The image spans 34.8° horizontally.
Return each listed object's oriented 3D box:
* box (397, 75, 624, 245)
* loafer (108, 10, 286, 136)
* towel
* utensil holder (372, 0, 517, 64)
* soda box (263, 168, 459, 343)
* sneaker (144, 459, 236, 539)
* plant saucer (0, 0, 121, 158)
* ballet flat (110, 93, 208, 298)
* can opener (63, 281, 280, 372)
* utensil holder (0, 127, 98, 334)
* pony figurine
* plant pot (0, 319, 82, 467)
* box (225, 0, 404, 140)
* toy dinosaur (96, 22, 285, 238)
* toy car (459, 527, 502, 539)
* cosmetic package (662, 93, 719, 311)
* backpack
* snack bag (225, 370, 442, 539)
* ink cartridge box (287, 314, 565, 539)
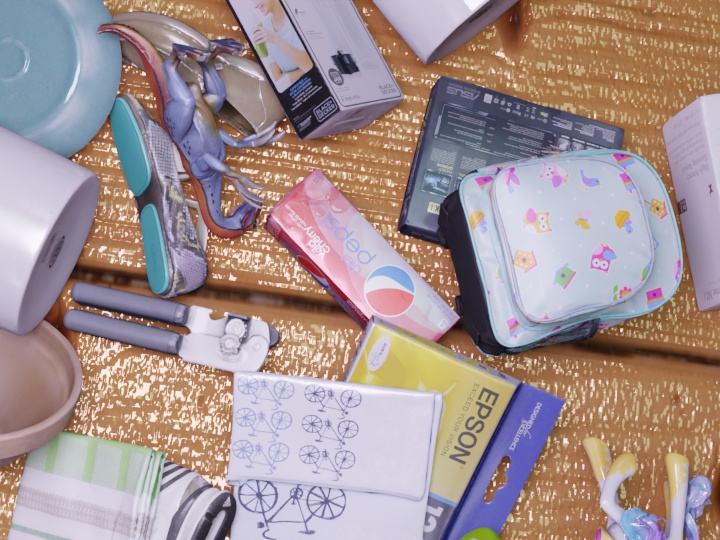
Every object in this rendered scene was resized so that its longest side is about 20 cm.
[{"bbox_3d":[0.151,-0.089,1.146,0.199,0.051,0.158,14,79,-5],"label":"box"},{"bbox_3d":[-0.160,-0.187,1.110,0.199,0.076,0.068,21,72,-3],"label":"loafer"},{"bbox_3d":[-0.257,0.245,1.013,0.149,0.031,0.201,7,81,24],"label":"towel"},{"bbox_3d":[0.064,-0.327,1.119,0.170,0.170,0.200,-37,90,-12],"label":"utensil holder"},{"bbox_3d":[0.000,0.000,1.105,0.070,0.063,0.200,-44,89,-12],"label":"soda box"},{"bbox_3d":[-0.202,0.264,1.044,0.115,0.076,0.201,28,91,26],"label":"sneaker"},{"bbox_3d":[-0.326,-0.195,1.080,0.199,0.036,0.201,0,89,9],"label":"plant saucer"},{"bbox_3d":[-0.187,-0.073,1.100,0.072,0.072,0.201,-14,83,-9],"label":"ballet flat"},{"bbox_3d":[-0.178,0.057,1.079,0.199,0.066,0.053,12,79,3],"label":"can opener"},{"bbox_3d":[-0.354,-0.054,1.006,0.199,0.170,0.170,24,78,-2],"label":"utensil holder"},{"bbox_3d":[0.271,0.271,1.054,0.193,0.167,0.200,28,53,-15],"label":"pony figurine"},{"bbox_3d":[-0.353,0.113,1.005,0.200,0.201,0.093,21,119,-3],"label":"plant pot"},{"bbox_3d":[-0.052,-0.232,1.110,0.117,0.060,0.200,-23,83,-54],"label":"box"},{"bbox_3d":[-0.145,-0.124,1.075,0.199,0.105,0.182,22,119,22],"label":"toy dinosaur"},{"bbox_3d":[0.144,0.340,0.980,0.158,0.200,0.164,-44,103,-11],"label":"toy car"},{"bbox_3d":[0.368,-0.066,1.146,0.074,0.102,0.201,-6,80,-8],"label":"cosmetic package"},{"bbox_3d":[0.191,-0.025,1.044,0.199,0.153,0.176,-11,81,-17],"label":"backpack"},{"bbox_3d":[-0.030,0.193,1.039,0.188,0.021,0.201,7,103,1],"label":"snack bag"},{"bbox_3d":[0.061,0.170,1.061,0.199,0.047,0.198,24,100,-1],"label":"ink cartridge box"}]
